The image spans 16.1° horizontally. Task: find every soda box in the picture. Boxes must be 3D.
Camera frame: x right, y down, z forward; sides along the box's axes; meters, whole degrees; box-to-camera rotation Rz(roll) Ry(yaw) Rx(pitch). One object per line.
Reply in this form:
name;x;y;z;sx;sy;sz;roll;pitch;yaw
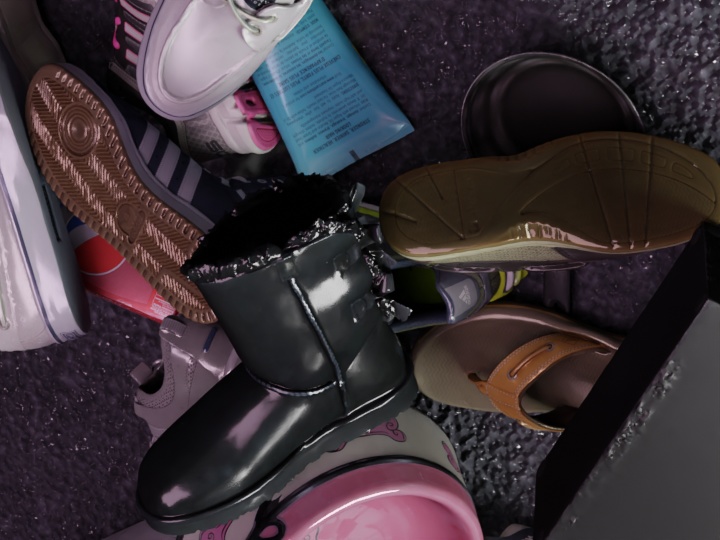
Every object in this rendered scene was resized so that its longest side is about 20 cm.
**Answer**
soda box;-0.189;-0.026;1.635;0.199;0.070;0.064;23;86;9

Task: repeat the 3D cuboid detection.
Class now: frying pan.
frying pan;0.131;-0.051;1.517;0.115;0.031;0.190;-12;119;31

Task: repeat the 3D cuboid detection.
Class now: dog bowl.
dog bowl;-0.011;0.179;1.571;0.074;0.200;0.201;51;133;47

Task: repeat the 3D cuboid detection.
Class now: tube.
tube;-0.050;-0.152;1.555;0.077;0.050;0.200;-28;99;16

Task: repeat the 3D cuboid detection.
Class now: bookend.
bookend;0.232;0.110;1.457;0.200;0.092;0.199;26;118;-8

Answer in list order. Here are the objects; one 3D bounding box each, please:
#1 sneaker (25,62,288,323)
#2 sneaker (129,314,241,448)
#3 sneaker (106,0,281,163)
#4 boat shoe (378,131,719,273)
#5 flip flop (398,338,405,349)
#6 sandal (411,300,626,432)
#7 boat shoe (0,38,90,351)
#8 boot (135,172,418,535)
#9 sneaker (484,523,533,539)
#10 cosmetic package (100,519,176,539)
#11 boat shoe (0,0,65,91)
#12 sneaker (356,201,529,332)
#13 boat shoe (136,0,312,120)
sneaker;-0.113;-0.054;1.555;0.200;0.108;0.070;48;126;19
sneaker;-0.111;0.084;1.638;0.082;0.075;0.200;27;142;0
sneaker;-0.130;-0.149;1.577;0.087;0.074;0.200;-23;104;25
boat shoe;0.112;-0.036;1.481;0.200;0.066;0.072;-6;78;5
flip flop;-0.035;0.124;1.602;0.058;0.200;0.081;36;173;49
sandal;0.121;0.070;1.552;0.199;0.054;0.081;11;125;19
boat shoe;-0.235;-0.046;1.576;0.086;0.075;0.203;-16;92;8
boot;-0.062;0.046;1.459;0.073;0.198;0.163;51;166;47
sneaker;0.143;0.190;1.580;0.129;0.080;0.199;35;132;-1
cosmetic package;-0.121;0.275;1.721;0.200;0.123;0.200;-27;97;30
boat shoe;-0.242;-0.172;1.624;0.060;0.072;0.202;-9;110;23
sneaker;0.000;0.000;1.564;0.199;0.081;0.074;-3;114;34
boat shoe;-0.064;-0.172;1.494;0.073;0.067;0.200;34;98;-13
